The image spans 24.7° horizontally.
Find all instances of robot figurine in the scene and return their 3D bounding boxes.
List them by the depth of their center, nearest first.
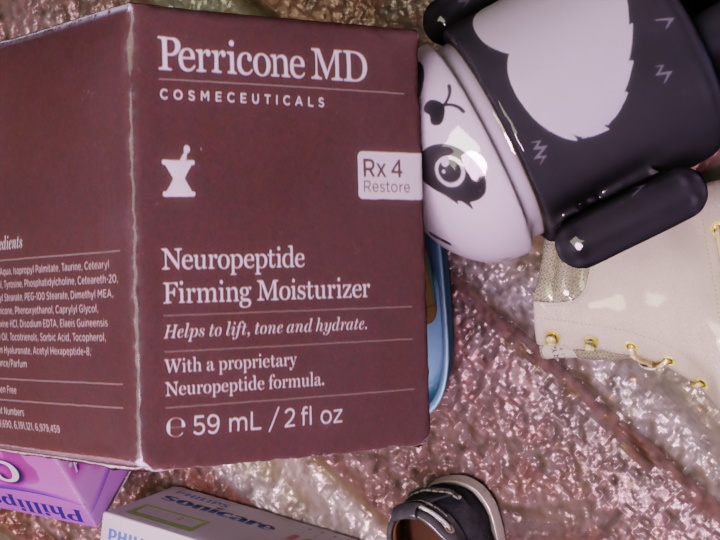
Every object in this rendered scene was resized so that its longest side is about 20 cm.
[{"bbox_3d":[0.106,-0.088,0.837,0.199,0.150,0.125,-28,111,-1],"label":"robot figurine"}]

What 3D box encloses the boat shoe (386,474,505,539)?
[{"bbox_3d":[0.065,0.221,0.941,0.071,0.068,0.201,-19,88,25],"label":"boat shoe"}]

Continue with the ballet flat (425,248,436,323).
[{"bbox_3d":[-0.046,0.034,0.938,0.199,0.069,0.063,-20,100,28],"label":"ballet flat"}]

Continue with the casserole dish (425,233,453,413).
[{"bbox_3d":[0.000,0.000,0.967,0.120,0.039,0.202,-3,93,27],"label":"casserole dish"}]

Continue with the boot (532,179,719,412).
[{"bbox_3d":[0.170,0.049,0.868,0.154,0.072,0.202,-2,88,26],"label":"boot"}]

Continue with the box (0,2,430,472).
[{"bbox_3d":[-0.079,-0.013,0.797,0.164,0.165,0.202,-2,90,53],"label":"box"}]

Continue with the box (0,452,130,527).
[{"bbox_3d":[-0.245,0.048,1.003,0.175,0.097,0.201,7,140,25],"label":"box"}]

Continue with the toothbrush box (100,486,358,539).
[{"bbox_3d":[-0.088,0.252,1.009,0.145,0.086,0.201,13,99,25],"label":"toothbrush box"}]
